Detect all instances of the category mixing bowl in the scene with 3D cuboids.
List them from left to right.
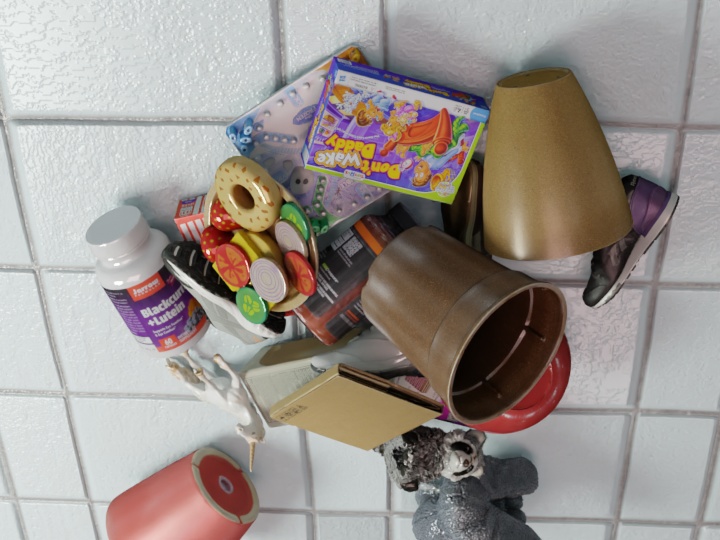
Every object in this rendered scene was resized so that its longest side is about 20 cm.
[{"bbox_3d":[0.203,0.135,1.740,0.199,0.108,0.201,0,95,-5],"label":"mixing bowl"}]

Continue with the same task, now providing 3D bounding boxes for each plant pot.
[{"bbox_3d":[-0.267,0.385,2.002,0.200,0.201,0.177,39,112,-24],"label":"plant pot"},{"bbox_3d":[0.118,0.054,1.590,0.200,0.198,0.201,-27,136,-29],"label":"plant pot"},{"bbox_3d":[0.224,-0.138,1.552,0.186,0.186,0.201,-9,109,12],"label":"plant pot"}]

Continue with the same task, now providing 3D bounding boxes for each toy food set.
[{"bbox_3d":[-0.129,-0.035,1.615,0.198,0.049,0.200,50,134,9],"label":"toy food set"}]

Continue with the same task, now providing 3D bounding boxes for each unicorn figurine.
[{"bbox_3d":[-0.202,0.180,1.853,0.074,0.200,0.138,-39,122,-9],"label":"unicorn figurine"}]

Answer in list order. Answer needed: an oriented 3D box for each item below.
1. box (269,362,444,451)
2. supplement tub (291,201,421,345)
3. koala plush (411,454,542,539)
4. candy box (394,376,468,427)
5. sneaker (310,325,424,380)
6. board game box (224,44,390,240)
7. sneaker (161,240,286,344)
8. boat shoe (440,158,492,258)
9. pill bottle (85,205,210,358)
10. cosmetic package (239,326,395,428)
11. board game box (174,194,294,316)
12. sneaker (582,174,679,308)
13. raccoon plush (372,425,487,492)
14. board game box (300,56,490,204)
[{"bbox_3d":[-0.008,0.189,1.724,0.163,0.021,0.200,22,148,-22],"label":"box"},{"bbox_3d":[0.000,0.000,1.686,0.200,0.107,0.107,-40,119,4],"label":"supplement tub"},{"bbox_3d":[0.152,0.379,1.961,0.183,0.178,0.200,18,148,-34],"label":"koala plush"},{"bbox_3d":[0.103,0.145,1.847,0.199,0.061,0.137,14,129,-7],"label":"candy box"},{"bbox_3d":[0.029,0.106,1.705,0.199,0.087,0.075,-9,159,-9],"label":"sneaker"},{"bbox_3d":[-0.036,-0.154,1.613,0.200,0.026,0.200,-31,121,10],"label":"board game box"},{"bbox_3d":[-0.194,0.038,1.720,0.079,0.074,0.200,-32,120,32],"label":"sneaker"},{"bbox_3d":[0.153,-0.063,1.683,0.072,0.072,0.201,-16,124,-21],"label":"boat shoe"},{"bbox_3d":[-0.292,0.014,1.742,0.111,0.112,0.200,-15,126,16],"label":"pill bottle"},{"bbox_3d":[-0.063,0.153,1.815,0.199,0.071,0.105,-12,113,35],"label":"cosmetic package"},{"bbox_3d":[-0.146,-0.021,1.744,0.151,0.046,0.200,-12,126,14],"label":"board game box"},{"bbox_3d":[0.331,-0.043,1.684,0.087,0.076,0.200,29,123,0],"label":"sneaker"},{"bbox_3d":[0.099,0.244,1.882,0.133,0.200,0.097,-5,120,-22],"label":"raccoon plush"},{"bbox_3d":[0.042,-0.170,1.573,0.199,0.045,0.135,12,118,-17],"label":"board game box"}]
